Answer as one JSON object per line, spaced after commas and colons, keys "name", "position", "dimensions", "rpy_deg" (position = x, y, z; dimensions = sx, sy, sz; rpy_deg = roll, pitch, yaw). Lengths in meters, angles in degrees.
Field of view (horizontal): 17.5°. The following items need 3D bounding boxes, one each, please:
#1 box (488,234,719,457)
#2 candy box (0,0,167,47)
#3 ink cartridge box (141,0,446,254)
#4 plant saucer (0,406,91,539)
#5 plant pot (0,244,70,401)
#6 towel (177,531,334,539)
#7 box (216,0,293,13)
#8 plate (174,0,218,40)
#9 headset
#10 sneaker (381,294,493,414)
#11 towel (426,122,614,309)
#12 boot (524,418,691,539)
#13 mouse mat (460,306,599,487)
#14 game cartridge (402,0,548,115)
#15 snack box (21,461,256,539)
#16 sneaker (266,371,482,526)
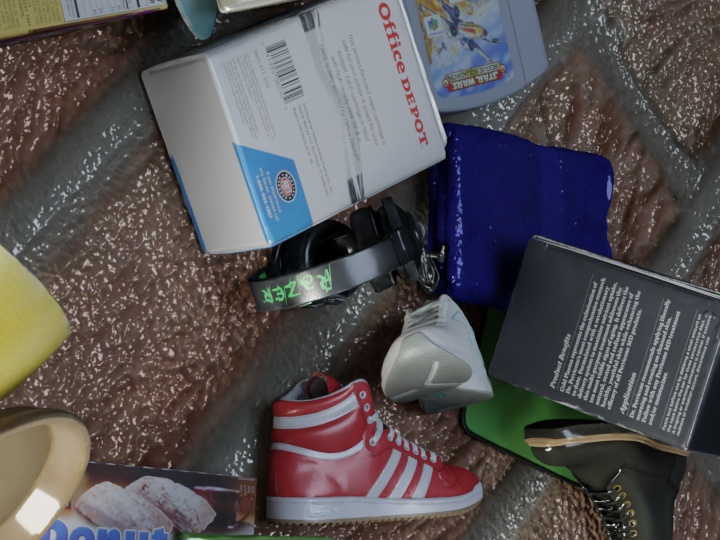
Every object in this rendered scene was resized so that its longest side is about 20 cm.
{"name": "box", "position": [0.244, 0.067, 1.840], "dimensions": [0.199, 0.196, 0.125], "rpy_deg": [15, 95, -50]}
{"name": "candy box", "position": [-0.241, -0.176, 1.549], "dimensions": [0.199, 0.116, 0.057], "rpy_deg": [-15, 95, -43]}
{"name": "ink cartridge box", "position": [-0.045, -0.116, 1.740], "dimensions": [0.199, 0.086, 0.147], "rpy_deg": [-28, 104, -42]}
{"name": "plant saucer", "position": [-0.254, 0.156, 1.472], "dimensions": [0.029, 0.201, 0.200], "rpy_deg": [44, 46, 19]}
{"name": "plant pot", "position": [-0.298, 0.039, 1.431], "dimensions": [0.200, 0.199, 0.142], "rpy_deg": [43, 70, -30]}
{"name": "towel", "position": [-0.079, 0.290, 1.676], "dimensions": [0.149, 0.031, 0.202], "rpy_deg": [7, 88, -42]}
{"name": "box", "position": [-0.059, -0.225, 1.672], "dimensions": [0.200, 0.082, 0.069], "rpy_deg": [-51, 129, -81]}
{"name": "plate", "position": [-0.124, -0.263, 1.647], "dimensions": [0.200, 0.025, 0.202], "rpy_deg": [-13, 90, -81]}
{"name": "headset", "position": [0.000, 0.000, 1.747], "dimensions": [0.200, 0.123, 0.095], "rpy_deg": [-34, 106, -58]}
{"name": "sneaker", "position": [0.051, 0.059, 1.782], "dimensions": [0.200, 0.070, 0.081], "rpy_deg": [42, 35, -76]}
{"name": "towel", "position": [0.129, -0.034, 1.910], "dimensions": [0.199, 0.049, 0.149], "rpy_deg": [11, 74, -43]}
{"name": "boot", "position": [0.209, 0.194, 1.936], "dimensions": [0.199, 0.077, 0.140], "rpy_deg": [8, 86, -44]}
{"name": "mouse mat", "position": [0.155, 0.065, 1.953], "dimensions": [0.160, 0.008, 0.201], "rpy_deg": [28, 68, -37]}
{"name": "game cartridge", "position": [0.072, -0.195, 1.892], "dimensions": [0.199, 0.041, 0.134], "rpy_deg": [-18, 93, -42]}
{"name": "snack box", "position": [-0.157, 0.174, 1.641], "dimensions": [0.199, 0.024, 0.073], "rpy_deg": [10, 79, -41]}
{"name": "sneaker", "position": [0.014, 0.132, 1.772], "dimensions": [0.199, 0.071, 0.113], "rpy_deg": [0, 87, -40]}
